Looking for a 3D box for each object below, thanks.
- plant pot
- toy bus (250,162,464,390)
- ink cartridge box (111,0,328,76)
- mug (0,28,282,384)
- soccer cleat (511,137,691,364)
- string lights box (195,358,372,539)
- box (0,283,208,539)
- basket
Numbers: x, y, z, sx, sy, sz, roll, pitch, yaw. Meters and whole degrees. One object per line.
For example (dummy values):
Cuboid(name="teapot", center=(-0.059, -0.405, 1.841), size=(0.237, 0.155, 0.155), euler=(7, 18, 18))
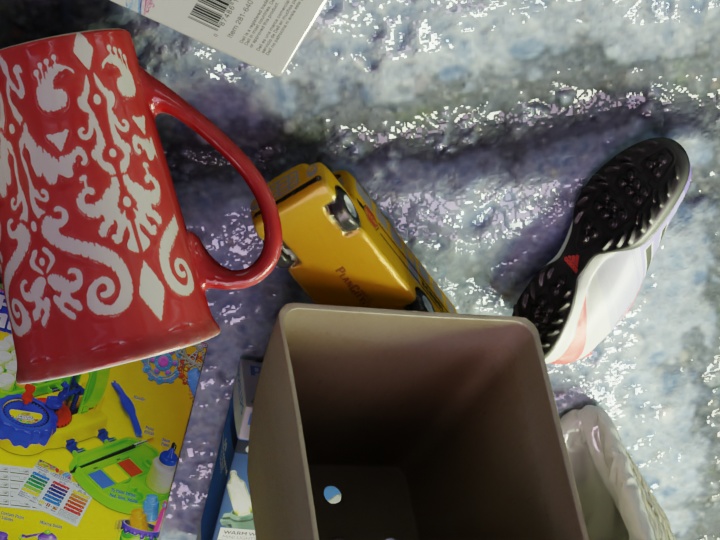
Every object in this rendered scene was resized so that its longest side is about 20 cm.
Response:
Cuboid(name="plant pot", center=(0.019, 0.158, 1.161), size=(0.198, 0.201, 0.177), euler=(4, 147, -23))
Cuboid(name="toy bus", center=(0.000, 0.000, 1.182), size=(0.065, 0.079, 0.200), euler=(-28, 126, 16))
Cuboid(name="ink cartridge box", center=(-0.102, -0.228, 0.991), size=(0.199, 0.084, 0.145), euler=(22, 121, -23))
Cuboid(name="mug", center=(-0.158, -0.047, 1.062), size=(0.176, 0.133, 0.202), euler=(-16, 93, -32))
Cuboid(name="soccer cleat", center=(0.185, -0.012, 1.216), size=(0.073, 0.068, 0.201), euler=(6, 126, -41))
Cuboid(name="string lights box", center=(-0.063, 0.167, 1.313), size=(0.102, 0.059, 0.201), euler=(6, 126, -13))
Cuboid(name="box", center=(-0.235, 0.117, 1.153), size=(0.198, 0.122, 0.194), euler=(18, 80, -19))
Cuboid(name="basket", center=(0.162, 0.255, 1.327), size=(0.199, 0.199, 0.161), euler=(-30, 129, 14))
